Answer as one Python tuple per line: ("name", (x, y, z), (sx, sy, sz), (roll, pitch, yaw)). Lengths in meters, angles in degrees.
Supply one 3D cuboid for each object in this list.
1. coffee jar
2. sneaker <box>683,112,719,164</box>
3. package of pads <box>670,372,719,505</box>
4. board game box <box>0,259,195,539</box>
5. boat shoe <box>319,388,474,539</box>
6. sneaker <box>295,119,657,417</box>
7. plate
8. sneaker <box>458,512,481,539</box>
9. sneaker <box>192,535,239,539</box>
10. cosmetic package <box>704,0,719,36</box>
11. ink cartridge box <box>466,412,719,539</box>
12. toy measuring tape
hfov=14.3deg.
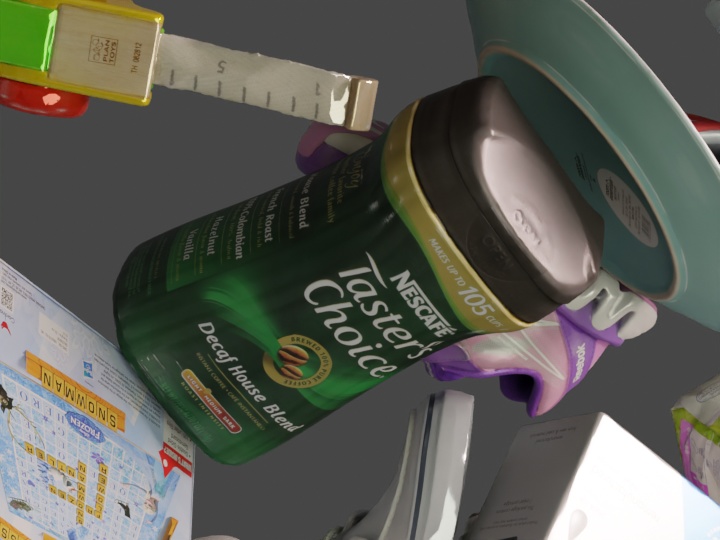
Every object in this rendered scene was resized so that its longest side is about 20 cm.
("coffee jar", (0.000, 0.000, 1.220), (0.200, 0.085, 0.104), (-27, 116, 24))
("sneaker", (0.182, -0.021, 1.351), (0.200, 0.112, 0.071), (27, 91, -31))
("package of pads", (0.243, 0.115, 1.428), (0.154, 0.068, 0.200), (-31, 126, -17))
("board game box", (-0.136, 0.109, 1.160), (0.200, 0.041, 0.200), (43, 41, -50))
("boat shoe", (0.004, 0.149, 1.326), (0.067, 0.074, 0.201), (12, 95, 3))
("sneaker", (0.043, 0.003, 1.309), (0.200, 0.080, 0.089), (33, 96, -31))
("plate", (0.102, -0.048, 1.245), (0.026, 0.200, 0.200), (-36, 117, -13))
("sneaker", (0.120, 0.186, 1.384), (0.200, 0.077, 0.085), (28, 64, -23))
("sneaker", (-0.123, 0.178, 1.259), (0.200, 0.085, 0.073), (-25, 114, -14))
("cosmetic package", (0.303, -0.122, 1.329), (0.200, 0.165, 0.165), (-34, 89, -16))
("ink cartridge box", (0.091, 0.179, 1.282), (0.116, 0.067, 0.200), (38, 63, -23))
("toy measuring tape", (-0.091, -0.092, 1.193), (0.199, 0.074, 0.074), (11, 99, 0))
